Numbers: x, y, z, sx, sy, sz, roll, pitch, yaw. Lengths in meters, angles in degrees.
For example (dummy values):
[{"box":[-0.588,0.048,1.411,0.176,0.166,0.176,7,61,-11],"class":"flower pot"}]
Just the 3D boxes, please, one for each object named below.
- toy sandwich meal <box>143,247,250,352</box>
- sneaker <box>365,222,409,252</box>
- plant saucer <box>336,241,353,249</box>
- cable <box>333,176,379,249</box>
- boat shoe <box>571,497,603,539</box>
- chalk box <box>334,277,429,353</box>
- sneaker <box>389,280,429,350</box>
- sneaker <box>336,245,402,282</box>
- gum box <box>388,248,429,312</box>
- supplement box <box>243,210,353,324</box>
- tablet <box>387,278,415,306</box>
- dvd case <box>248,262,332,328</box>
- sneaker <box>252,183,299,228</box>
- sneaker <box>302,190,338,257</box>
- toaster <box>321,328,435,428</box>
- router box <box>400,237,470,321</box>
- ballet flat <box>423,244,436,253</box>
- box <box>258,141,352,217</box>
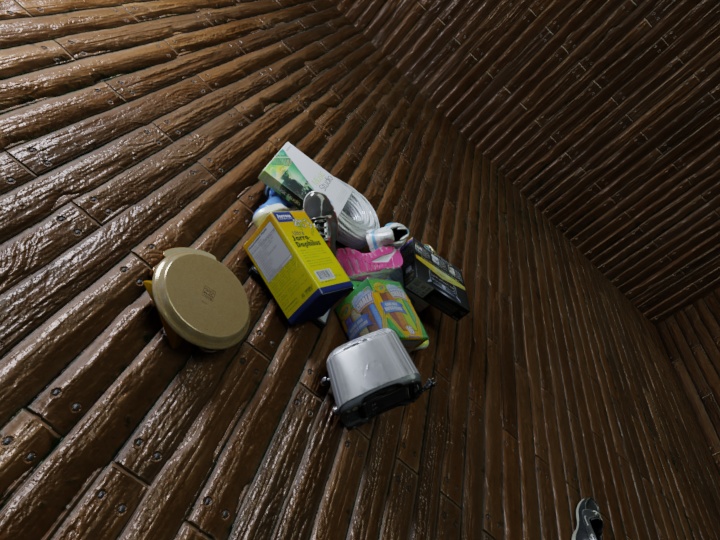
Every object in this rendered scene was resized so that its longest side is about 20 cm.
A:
[{"box":[-0.278,0.051,0.914,0.205,0.070,0.206,34,35,-29],"class":"toy sandwich meal"},{"box":[0.093,-0.087,1.371,0.200,0.086,0.076,-26,100,-62],"class":"sneaker"},{"box":[-0.081,-0.092,1.365,0.200,0.032,0.201,34,33,-25],"class":"plant saucer"},{"box":[-0.040,-0.146,1.383,0.199,0.069,0.201,17,43,-43],"class":"cable"},{"box":[0.577,0.632,1.336,0.072,0.068,0.200,50,28,8],"class":"boat shoe"},{"box":[0.038,0.098,1.203,0.124,0.124,0.201,6,50,-49],"class":"chalk box"},{"box":[0.097,0.111,1.298,0.200,0.076,0.075,47,42,-4],"class":"sneaker"},{"box":[0.000,0.000,1.295,0.198,0.088,0.082,-2,57,-16],"class":"sneaker"},{"box":[0.120,0.005,1.474,0.200,0.066,0.114,42,31,-11],"class":"gum box"},{"box":[-0.127,-0.010,1.094,0.109,0.109,0.201,-11,64,-55],"class":"supplement box"},{"box":[0.056,0.056,1.377,0.200,0.014,0.130,41,37,-10],"class":"tablet"},{"box":[-0.139,0.022,1.169,0.200,0.018,0.143,39,30,-15],"class":"dvd case"},{"box":[-0.202,-0.164,1.253,0.111,0.077,0.200,42,40,14],"class":"sneaker"},{"box":[-0.081,-0.075,1.171,0.082,0.076,0.202,-135,-144,-84],"class":"sneaker"},{"box":[0.028,0.198,1.025,0.114,0.199,0.130,77,-12,-55],"class":"toaster"},{"box":[0.198,0.023,1.433,0.199,0.052,0.158,32,35,-26],"class":"router box"},{"box":[0.239,0.006,1.632,0.063,0.068,0.201,30,33,-52],"class":"ballet flat"},{"box":[-0.124,-0.199,1.258,0.199,0.036,0.145,35,41,-10],"class":"box"}]
